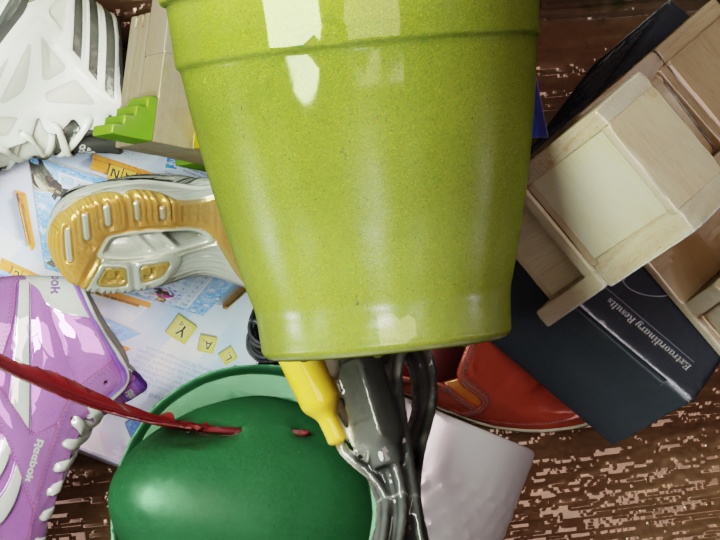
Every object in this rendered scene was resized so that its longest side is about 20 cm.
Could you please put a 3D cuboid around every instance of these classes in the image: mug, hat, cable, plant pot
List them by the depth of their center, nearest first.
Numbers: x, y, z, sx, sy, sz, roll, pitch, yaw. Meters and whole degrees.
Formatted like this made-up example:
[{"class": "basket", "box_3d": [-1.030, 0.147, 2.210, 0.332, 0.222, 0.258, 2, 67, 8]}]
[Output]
[{"class": "plant pot", "box_3d": [0.004, -0.054, 1.516, 0.199, 0.200, 0.194, -5, 91, -10]}, {"class": "hat", "box_3d": [-0.101, 0.117, 1.568, 0.199, 0.176, 0.167, 1, 79, 22]}, {"class": "cable", "box_3d": [0.010, 0.110, 1.592, 0.097, 0.050, 0.201, 2, 71, -47]}, {"class": "mug", "box_3d": [-0.022, 0.149, 1.695, 0.199, 0.148, 0.176, 22, 87, -8]}]

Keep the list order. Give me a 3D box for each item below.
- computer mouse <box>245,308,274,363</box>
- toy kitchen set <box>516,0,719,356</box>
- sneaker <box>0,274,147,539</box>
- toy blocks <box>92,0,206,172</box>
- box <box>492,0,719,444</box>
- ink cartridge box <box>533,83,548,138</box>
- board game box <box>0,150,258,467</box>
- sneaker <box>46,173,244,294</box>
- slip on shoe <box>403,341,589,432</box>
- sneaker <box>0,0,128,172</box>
[{"class": "computer mouse", "box_3d": [0.000, 0.000, 1.725, 0.058, 0.034, 0.200, 25, 47, 30]}, {"class": "toy kitchen set", "box_3d": [0.201, -0.048, 1.592, 0.200, 0.180, 0.163, -41, 91, -27]}, {"class": "sneaker", "box_3d": [-0.173, 0.102, 1.671, 0.114, 0.073, 0.201, -7, 101, -6]}, {"class": "toy blocks", "box_3d": [-0.053, -0.125, 1.686, 0.199, 0.100, 0.137, 11, 83, -29]}, {"class": "box", "box_3d": [0.164, -0.027, 1.730, 0.148, 0.107, 0.200, 41, 63, -5]}, {"class": "ink cartridge box", "box_3d": [0.027, -0.120, 1.667, 0.199, 0.039, 0.100, -6, 79, -34]}, {"class": "board game box", "box_3d": [-0.148, 0.007, 1.735, 0.199, 0.041, 0.200, 21, 83, -7]}, {"class": "sneaker", "box_3d": [-0.079, -0.029, 1.683, 0.199, 0.088, 0.076, 3, 104, -11]}, {"class": "slip on shoe", "box_3d": [0.068, 0.051, 1.760, 0.199, 0.061, 0.074, 14, 83, -10]}, {"class": "sneaker", "box_3d": [-0.195, -0.072, 1.673, 0.115, 0.076, 0.201, 26, 80, -5]}]
